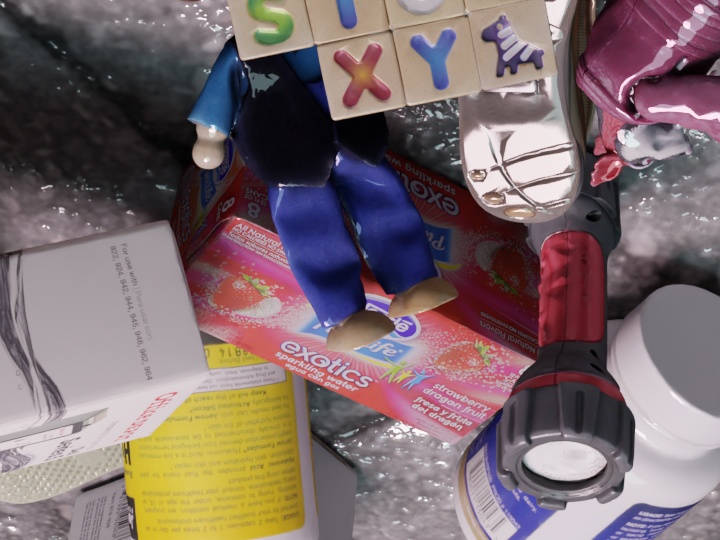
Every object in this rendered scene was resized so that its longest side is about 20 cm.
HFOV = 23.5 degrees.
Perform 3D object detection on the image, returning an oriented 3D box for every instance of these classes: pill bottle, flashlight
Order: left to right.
[{"bbox_3d":[-0.081,0.115,0.998,0.111,0.201,0.111,-6,-178,0],"label":"pill bottle"},{"bbox_3d":[0.104,0.021,0.871,0.068,0.201,0.068,26,137,-22],"label":"flashlight"},{"bbox_3d":[0.150,0.100,1.022,0.119,0.120,0.200,21,138,-16],"label":"pill bottle"}]

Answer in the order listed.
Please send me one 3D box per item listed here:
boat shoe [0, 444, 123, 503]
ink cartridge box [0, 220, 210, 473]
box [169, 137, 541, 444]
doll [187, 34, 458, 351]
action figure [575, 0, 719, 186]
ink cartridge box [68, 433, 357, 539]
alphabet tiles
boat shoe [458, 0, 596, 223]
[{"bbox_3d":[-0.148,0.087,1.095,0.199,0.062,0.075,-19,138,6],"label":"boat shoe"},{"bbox_3d":[-0.190,0.052,0.853,0.199,0.084,0.145,-13,168,-22],"label":"ink cartridge box"},{"bbox_3d":[0.000,0.000,0.940,0.199,0.100,0.095,27,136,-21],"label":"box"},{"bbox_3d":[-0.017,-0.068,0.841,0.048,0.136,0.201,-5,109,62],"label":"doll"},{"bbox_3d":[0.143,-0.116,0.736,0.148,0.134,0.201,9,124,-36],"label":"action figure"},{"bbox_3d":[-0.105,0.202,1.157,0.199,0.147,0.083,-22,134,31],"label":"ink cartridge box"},{"bbox_3d":[0.015,-0.169,0.715,0.165,0.006,0.201,-10,103,9],"label":"alphabet tiles"},{"bbox_3d":[0.076,-0.123,0.809,0.075,0.072,0.201,8,122,18],"label":"boat shoe"}]
